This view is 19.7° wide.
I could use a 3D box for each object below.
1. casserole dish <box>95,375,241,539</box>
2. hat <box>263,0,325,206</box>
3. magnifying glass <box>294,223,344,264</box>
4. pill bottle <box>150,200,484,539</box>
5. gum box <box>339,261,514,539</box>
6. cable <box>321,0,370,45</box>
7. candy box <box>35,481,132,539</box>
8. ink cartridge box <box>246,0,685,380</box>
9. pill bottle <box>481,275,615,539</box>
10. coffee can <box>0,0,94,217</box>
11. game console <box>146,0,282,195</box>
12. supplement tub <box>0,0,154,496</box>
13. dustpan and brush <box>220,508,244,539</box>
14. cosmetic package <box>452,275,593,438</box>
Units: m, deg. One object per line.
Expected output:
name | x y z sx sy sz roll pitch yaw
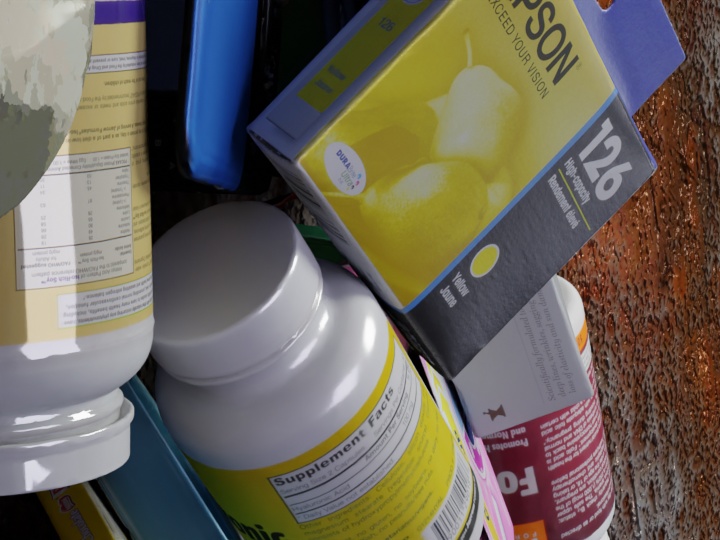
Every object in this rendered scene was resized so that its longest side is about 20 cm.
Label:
casserole dish | -0.079 0.118 0.937 0.039 0.201 0.121 -32 158 -4
hat | -0.055 -0.065 1.074 0.166 0.175 0.200 64 13 15
magnifying glass | 0.000 0.000 0.999 0.199 0.022 0.080 -18 117 -15
pill bottle | -0.026 0.065 0.939 0.112 0.111 0.201 -63 141 -33
gum box | 0.021 0.081 1.099 0.114 0.066 0.201 -79 149 -75
cable | 0.030 -0.141 0.956 0.163 0.050 0.201 -44 139 -62
candy box | -0.086 0.171 0.954 0.026 0.102 0.201 -33 125 -5
ink cartridge box | 0.066 -0.073 0.922 0.200 0.047 0.198 -45 141 -5
pill bottle | 0.093 0.111 1.258 0.114 0.113 0.201 -44 130 -48
coffee can | -0.205 -0.088 0.647 0.146 0.199 0.148 -11 103 -58
game console | -0.090 -0.137 0.876 0.118 0.170 0.202 7 88 -51
supplement tub | -0.152 -0.025 0.798 0.145 0.145 0.202 -13 105 -58
dustpan and brush | -0.034 0.132 1.117 0.199 0.057 0.141 -17 120 -51
cosmetic package | 0.070 -0.007 1.149 0.200 0.074 0.102 -102 171 -61
